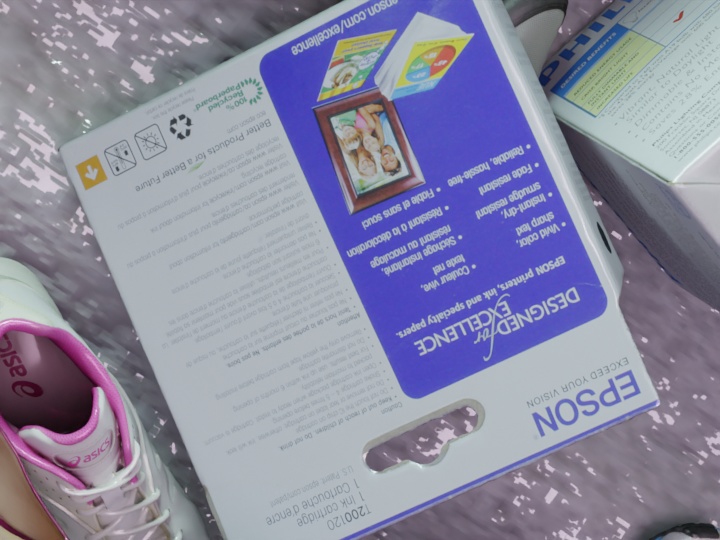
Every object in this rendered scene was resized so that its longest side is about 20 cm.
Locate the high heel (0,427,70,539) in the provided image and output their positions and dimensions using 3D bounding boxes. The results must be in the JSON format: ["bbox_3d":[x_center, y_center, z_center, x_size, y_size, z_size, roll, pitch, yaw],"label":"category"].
[{"bbox_3d":[-0.152,0.091,1.033,0.067,0.096,0.200,-36,70,-31],"label":"high heel"}]

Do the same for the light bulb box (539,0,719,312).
[{"bbox_3d":[0.198,-0.077,1.082,0.198,0.200,0.125,-41,109,-1],"label":"light bulb box"}]

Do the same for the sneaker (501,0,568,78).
[{"bbox_3d":[0.044,-0.031,1.112,0.079,0.074,0.201,30,103,23],"label":"sneaker"}]

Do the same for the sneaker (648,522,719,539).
[{"bbox_3d":[0.155,0.216,1.198,0.075,0.087,0.201,-1,101,-10],"label":"sneaker"}]

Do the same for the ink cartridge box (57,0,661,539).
[{"bbox_3d":[0.000,0.000,1.068,0.197,0.043,0.201,-25,85,19],"label":"ink cartridge box"}]

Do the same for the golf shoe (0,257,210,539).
[{"bbox_3d":[-0.116,0.088,1.105,0.075,0.091,0.200,-38,108,-12],"label":"golf shoe"}]
